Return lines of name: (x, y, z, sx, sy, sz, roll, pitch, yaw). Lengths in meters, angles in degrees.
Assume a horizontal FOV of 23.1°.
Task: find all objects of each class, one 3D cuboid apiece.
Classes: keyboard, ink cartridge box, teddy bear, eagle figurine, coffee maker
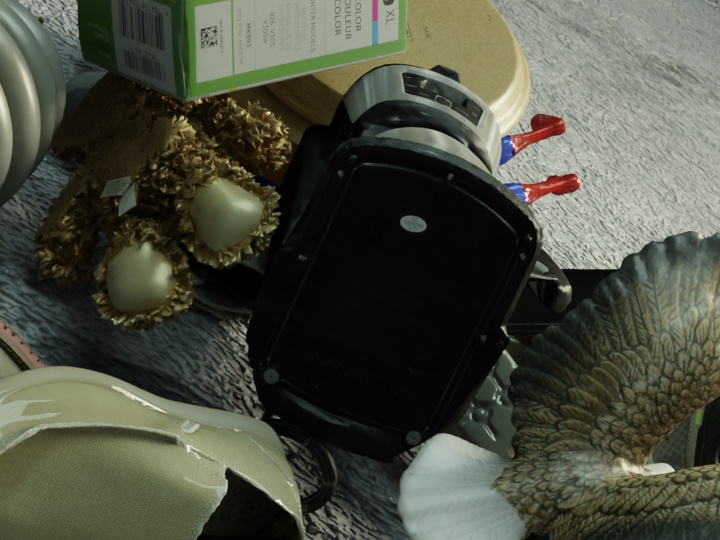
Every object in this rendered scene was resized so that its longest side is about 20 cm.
keyboard: (0.072, 0.026, 1.070, 0.198, 0.040, 0.104, 1, 26, 0)
ink cartridge box: (-0.042, -0.148, 0.954, 0.199, 0.060, 0.104, -18, 29, -35)
teddy bear: (-0.099, -0.037, 0.898, 0.067, 0.145, 0.200, 43, -9, -33)
eagle figurine: (0.129, 0.089, 0.805, 0.152, 0.200, 0.151, 48, 27, -5)
coffee maker: (0.000, 0.000, 0.891, 0.135, 0.192, 0.200, 46, 12, -11)

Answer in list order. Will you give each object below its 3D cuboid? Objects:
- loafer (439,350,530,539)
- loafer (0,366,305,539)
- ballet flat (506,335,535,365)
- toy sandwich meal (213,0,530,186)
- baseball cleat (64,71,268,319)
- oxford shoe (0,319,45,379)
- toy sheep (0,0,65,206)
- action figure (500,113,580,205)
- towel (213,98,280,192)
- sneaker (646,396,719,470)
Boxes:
loafer: (0.092, 0.124, 0.915, 0.070, 0.069, 0.201, 75, -8, -58)
loafer: (-0.092, 0.091, 0.727, 0.199, 0.076, 0.068, 8, 25, -47)
ballet flat: (0.109, 0.057, 1.103, 0.069, 0.070, 0.200, 27, 23, -12)
toy sandwich meal: (0.007, -0.117, 1.064, 0.203, 0.071, 0.206, 11, 44, -11)
baseball cleat: (-0.108, -0.046, 1.009, 0.199, 0.070, 0.106, 35, 21, 10)
oxford shoe: (-0.216, 0.033, 0.722, 0.199, 0.071, 0.075, 28, 45, -6)
toy sheep: (-0.219, -0.082, 0.866, 0.137, 0.138, 0.200, 33, 36, 3)
action figure: (0.042, -0.045, 1.093, 0.199, 0.066, 0.052, -19, 13, -30)
towel: (-0.046, -0.117, 1.118, 0.147, 0.049, 0.201, -21, 87, -35)
sneaker: (0.213, 0.146, 0.929, 0.074, 0.087, 0.201, -26, 88, -46)
